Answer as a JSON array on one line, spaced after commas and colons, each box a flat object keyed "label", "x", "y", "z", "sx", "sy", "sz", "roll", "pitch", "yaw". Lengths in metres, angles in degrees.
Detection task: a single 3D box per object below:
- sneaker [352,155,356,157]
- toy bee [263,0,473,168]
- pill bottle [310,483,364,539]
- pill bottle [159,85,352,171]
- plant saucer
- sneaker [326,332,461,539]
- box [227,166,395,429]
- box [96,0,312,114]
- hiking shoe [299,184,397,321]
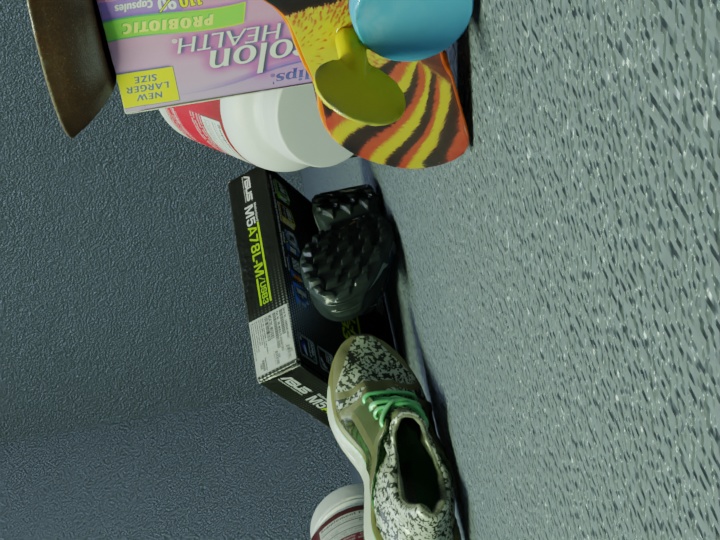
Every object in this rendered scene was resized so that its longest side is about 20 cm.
[{"label": "sneaker", "x": -0.044, "y": -0.160, "z": 1.152, "sx": 0.199, "sy": 0.076, "sz": 0.115, "roll": -134, "pitch": 36, "yaw": -79}, {"label": "toy bee", "x": -0.014, "y": -0.123, "z": 0.493, "sx": 0.131, "sy": 0.108, "sz": 0.201, "roll": -103, "pitch": 4, "yaw": -63}, {"label": "pill bottle", "x": 0.009, "y": 0.282, "z": 1.142, "sx": 0.200, "sy": 0.114, "sz": 0.115, "roll": -110, "pitch": 11, "yaw": -70}, {"label": "pill bottle", "x": -0.077, "y": -0.141, "z": 0.995, "sx": 0.200, "sy": 0.112, "sz": 0.113, "roll": 25, "pitch": 129, "yaw": 54}, {"label": "plant saucer", "x": -0.187, "y": -0.188, "z": 0.815, "sx": 0.200, "sy": 0.036, "sz": 0.202, "roll": 170, "pitch": 90, "yaw": -85}, {"label": "sneaker", "x": 0.030, "y": 0.109, "z": 0.845, "sx": 0.089, "sy": 0.076, "sz": 0.201, "roll": 103, "pitch": 156, "yaw": -45}, {"label": "box", "x": -0.032, "y": 0.036, "z": 1.069, "sx": 0.193, "sy": 0.047, "sz": 0.201, "roll": 37, "pitch": -147, "yaw": -48}, {"label": "box", "x": -0.089, "y": -0.220, "z": 0.865, "sx": 0.097, "sy": 0.175, "sz": 0.201, "roll": 86, "pitch": 174, "yaw": -50}, {"label": "hiking shoe", "x": 0.000, "y": 0.000, "z": 0.993, "sx": 0.200, "sy": 0.074, "sz": 0.087, "roll": -83, "pitch": -21, "yaw": -66}]
